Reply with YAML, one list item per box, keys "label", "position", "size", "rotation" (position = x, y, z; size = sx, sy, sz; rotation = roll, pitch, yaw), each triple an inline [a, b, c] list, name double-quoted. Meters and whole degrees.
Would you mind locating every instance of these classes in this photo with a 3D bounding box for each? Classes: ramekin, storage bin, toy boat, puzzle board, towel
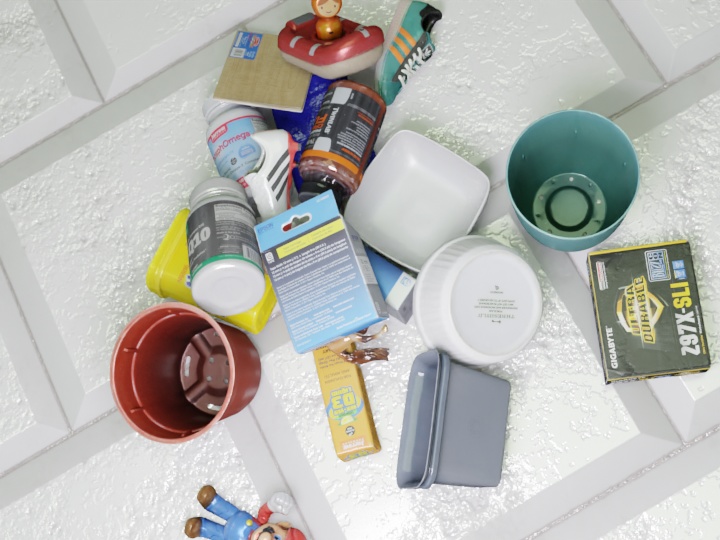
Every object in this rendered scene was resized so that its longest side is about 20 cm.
- label: "ramekin"
  position: [0.184, 0.048, 1.645]
  size: [0.199, 0.094, 0.207]
  rotation: [0, 90, -20]
- label: "storage bin"
  position: [0.140, 0.236, 1.635]
  size: [0.132, 0.145, 0.204]
  rotation: [13, 74, -15]
- label: "toy boat"
  position: [-0.050, -0.401, 1.790]
  size: [0.130, 0.133, 0.199]
  rotation: [-30, 40, -30]
- label: "puzzle board"
  position: [-0.155, -0.336, 1.843]
  size: [0.148, 0.018, 0.202]
  rotation: [7, 45, 2]
- label: "towel"
  position: [-0.066, -0.237, 1.839]
  size: [0.145, 0.050, 0.203]
  rotation: [-20, 72, 3]

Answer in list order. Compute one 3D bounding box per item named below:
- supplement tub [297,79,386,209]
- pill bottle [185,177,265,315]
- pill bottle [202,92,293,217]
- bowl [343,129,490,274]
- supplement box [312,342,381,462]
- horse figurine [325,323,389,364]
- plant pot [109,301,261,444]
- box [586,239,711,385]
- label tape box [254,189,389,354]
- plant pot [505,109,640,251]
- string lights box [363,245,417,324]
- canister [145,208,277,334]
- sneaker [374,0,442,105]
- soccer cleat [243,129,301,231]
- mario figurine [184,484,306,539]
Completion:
- label: "supplement tub"
  position: [-0.035, -0.193, 1.736]
  size: [0.105, 0.107, 0.203]
  rotation: [15, 70, 13]
- label: "pill bottle"
  position: [-0.209, -0.040, 1.667]
  size: [0.111, 0.114, 0.202]
  rotation: [-17, 46, 4]
- label: "pill bottle"
  position: [-0.193, -0.198, 1.817]
  size: [0.107, 0.109, 0.203]
  rotation: [-25, 71, 2]
- label: "bowl"
  position: [0.094, -0.100, 1.760]
  size: [0.198, 0.075, 0.202]
  rotation: [32, 81, 16]
- label: "supplement box"
  position: [-0.025, 0.189, 1.701]
  size: [0.065, 0.069, 0.203]
  rotation: [-16, 74, 5]
- label: "horse figurine"
  position: [-0.032, 0.063, 1.669]
  size: [0.131, 0.050, 0.203]
  rotation: [-29, 84, 21]
- label: "plant pot"
  position: [-0.250, 0.154, 1.667]
  size: [0.197, 0.195, 0.205]
  rotation: [-1, 86, 14]
- label: "box"
  position: [0.438, 0.064, 1.670]
  size: [0.156, 0.049, 0.204]
  rotation: [-6, 73, 6]
- label: "label tape box"
  position: [-0.059, 0.003, 1.620]
  size: [0.141, 0.066, 0.203]
  rotation: [-23, 79, 18]
- label: "plant pot"
  position: [0.323, -0.120, 1.681]
  size: [0.196, 0.161, 0.205]
  rotation: [-2, 73, 8]
- label: "string lights box"
  position: [0.000, 0.000, 1.731]
  size: [0.198, 0.103, 0.059]
  rotation: [33, 82, 16]
- label: "canister"
  position: [-0.227, 0.002, 1.774]
  size: [0.197, 0.087, 0.150]
  rotation: [22, 71, 13]
- label: "sneaker"
  position: [0.081, -0.366, 1.839]
  size: [0.079, 0.071, 0.203]
  rotation: [13, 75, 17]
- label: "soccer cleat"
  position: [-0.144, -0.120, 1.712]
  size: [0.084, 0.069, 0.204]
  rotation: [4, 97, -17]
- label: "mario figurine"
  position: [-0.171, 0.391, 1.644]
  size: [0.197, 0.106, 0.126]
  rotation: [16, 111, 21]
